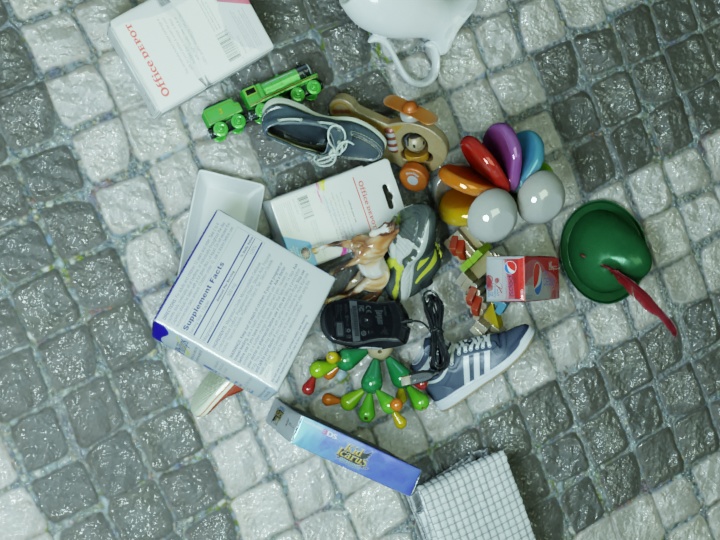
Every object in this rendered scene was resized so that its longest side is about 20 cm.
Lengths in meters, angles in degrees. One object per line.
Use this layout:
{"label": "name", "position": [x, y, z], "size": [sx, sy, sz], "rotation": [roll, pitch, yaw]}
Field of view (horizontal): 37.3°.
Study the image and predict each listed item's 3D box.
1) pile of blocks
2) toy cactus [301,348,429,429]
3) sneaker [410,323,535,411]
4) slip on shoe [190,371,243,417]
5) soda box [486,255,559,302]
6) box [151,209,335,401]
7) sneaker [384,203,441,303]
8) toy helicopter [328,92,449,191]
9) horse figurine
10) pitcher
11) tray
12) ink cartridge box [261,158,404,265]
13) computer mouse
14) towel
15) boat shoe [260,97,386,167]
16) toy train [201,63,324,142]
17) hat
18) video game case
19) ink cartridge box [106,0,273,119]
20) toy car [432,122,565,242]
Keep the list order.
{"label": "pile of blocks", "position": [0.190, 0.021, 1.680], "size": [0.062, 0.081, 0.203], "rotation": [-31, 103, -58]}
{"label": "toy cactus", "position": [0.019, 0.147, 1.635], "size": [0.196, 0.102, 0.168], "rotation": [13, 72, 0]}
{"label": "sneaker", "position": [0.168, 0.123, 1.661], "size": [0.199, 0.070, 0.109], "rotation": [-39, 97, 17]}
{"label": "slip on shoe", "position": [-0.168, 0.151, 1.586], "size": [0.199, 0.074, 0.062], "rotation": [-41, 113, -15]}
{"label": "soda box", "position": [0.255, 0.013, 1.657], "size": [0.062, 0.199, 0.072], "rotation": [-1, 90, 26]}
{"label": "box", "position": [-0.167, 0.052, 1.513], "size": [0.198, 0.105, 0.186], "rotation": [30, 71, -5]}
{"label": "sneaker", "position": [0.086, -0.035, 1.624], "size": [0.084, 0.202, 0.075], "rotation": [-22, 60, -29]}
{"label": "toy helicopter", "position": [0.045, -0.220, 1.630], "size": [0.197, 0.133, 0.080], "rotation": [26, 52, 1]}
{"label": "horse figurine", "position": [0.000, 0.000, 1.603], "size": [0.130, 0.202, 0.050], "rotation": [-21, 52, -8]}
{"label": "pitcher", "position": [0.060, -0.387, 1.641], "size": [0.197, 0.121, 0.174], "rotation": [16, 100, -28]}
{"label": "tray", "position": [-0.212, -0.040, 1.595], "size": [0.105, 0.022, 0.204], "rotation": [12, 87, -16]}
{"label": "ink cartridge box", "position": [-0.037, -0.084, 1.625], "size": [0.197, 0.068, 0.117], "rotation": [-21, 97, -16]}
{"label": "computer mouse", "position": [0.038, 0.110, 1.603], "size": [0.196, 0.046, 0.143], "rotation": [-5, 70, -16]}
{"label": "towel", "position": [0.174, 0.397, 1.686], "size": [0.163, 0.085, 0.203], "rotation": [-24, 98, -14]}
{"label": "boat shoe", "position": [-0.053, -0.197, 1.582], "size": [0.197, 0.075, 0.063], "rotation": [19, 42, -21]}
{"label": "toy train", "position": [-0.148, -0.255, 1.607], "size": [0.198, 0.042, 0.057], "rotation": [-27, 87, -16]}
{"label": "hat", "position": [0.441, -0.023, 1.719], "size": [0.200, 0.176, 0.166], "rotation": [44, 78, -12]}
{"label": "video game case", "position": [-0.030, 0.258, 1.568], "size": [0.198, 0.181, 0.046], "rotation": [27, 83, -15]}
{"label": "ink cartridge box", "position": [-0.249, -0.335, 1.551], "size": [0.198, 0.083, 0.148], "rotation": [-33, 99, -15]}
{"label": "toy car", "position": [0.206, -0.148, 1.631], "size": [0.197, 0.175, 0.152], "rotation": [-20, 122, -19]}
